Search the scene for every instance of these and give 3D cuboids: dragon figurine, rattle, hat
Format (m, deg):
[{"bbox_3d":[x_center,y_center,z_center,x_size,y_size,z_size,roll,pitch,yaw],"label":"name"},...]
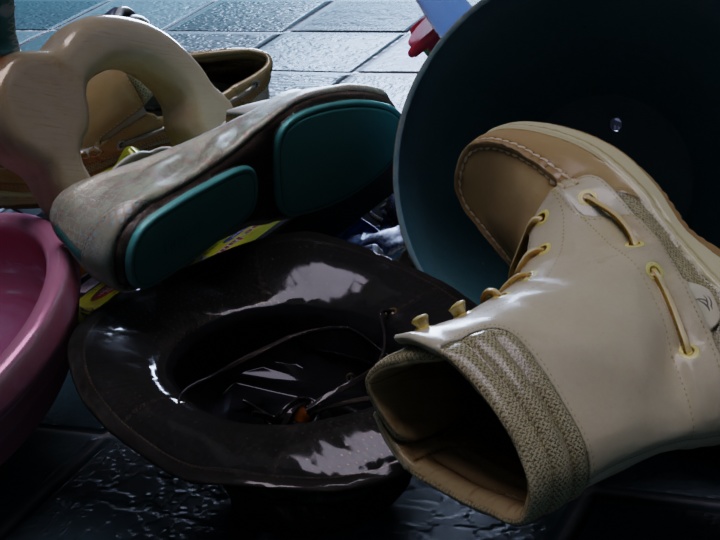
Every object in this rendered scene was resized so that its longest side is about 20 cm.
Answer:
[{"bbox_3d":[0.000,0.000,0.935,0.099,0.059,0.200,12,30,39],"label":"dragon figurine"},{"bbox_3d":[-0.168,-0.075,0.863,0.199,0.131,0.142,21,-7,-41],"label":"rattle"},{"bbox_3d":[-0.028,0.063,0.764,0.199,0.081,0.201,-3,31,2],"label":"hat"}]

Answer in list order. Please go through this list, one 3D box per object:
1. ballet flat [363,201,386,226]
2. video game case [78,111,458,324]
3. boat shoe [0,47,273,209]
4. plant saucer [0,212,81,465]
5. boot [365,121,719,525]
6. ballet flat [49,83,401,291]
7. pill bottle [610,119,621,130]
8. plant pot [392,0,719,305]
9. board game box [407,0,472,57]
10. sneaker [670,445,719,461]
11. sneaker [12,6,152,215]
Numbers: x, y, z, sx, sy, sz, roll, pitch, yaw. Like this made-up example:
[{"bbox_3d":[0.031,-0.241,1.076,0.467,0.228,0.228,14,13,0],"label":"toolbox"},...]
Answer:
[{"bbox_3d":[0.037,-0.064,1.086,0.199,0.071,0.071,-23,27,-36],"label":"ballet flat"},{"bbox_3d":[-0.070,-0.025,0.944,0.200,0.026,0.180,-38,21,-27],"label":"video game case"},{"bbox_3d":[-0.139,-0.093,0.964,0.199,0.076,0.072,-20,70,-32],"label":"boat shoe"},{"bbox_3d":[-0.211,0.054,0.800,0.200,0.051,0.201,-22,32,14],"label":"plant saucer"},{"bbox_3d":[0.062,0.015,0.696,0.155,0.073,0.200,-17,46,-30],"label":"boot"},{"bbox_3d":[-0.062,-0.052,0.823,0.062,0.068,0.200,30,39,32],"label":"ballet flat"},{"bbox_3d":[0.214,-0.085,1.015,0.116,0.117,0.200,-17,24,-25],"label":"pill bottle"},{"bbox_3d":[0.125,-0.048,0.879,0.199,0.201,0.135,-2,1,10],"label":"plant pot"},{"bbox_3d":[0.069,-0.105,1.040,0.039,0.201,0.158,-38,-29,17],"label":"board game box"},{"bbox_3d":[0.174,0.030,0.776,0.201,0.067,0.108,19,49,37],"label":"sneaker"},{"bbox_3d":[-0.180,-0.101,1.105,0.146,0.077,0.202,-33,6,3],"label":"sneaker"}]
